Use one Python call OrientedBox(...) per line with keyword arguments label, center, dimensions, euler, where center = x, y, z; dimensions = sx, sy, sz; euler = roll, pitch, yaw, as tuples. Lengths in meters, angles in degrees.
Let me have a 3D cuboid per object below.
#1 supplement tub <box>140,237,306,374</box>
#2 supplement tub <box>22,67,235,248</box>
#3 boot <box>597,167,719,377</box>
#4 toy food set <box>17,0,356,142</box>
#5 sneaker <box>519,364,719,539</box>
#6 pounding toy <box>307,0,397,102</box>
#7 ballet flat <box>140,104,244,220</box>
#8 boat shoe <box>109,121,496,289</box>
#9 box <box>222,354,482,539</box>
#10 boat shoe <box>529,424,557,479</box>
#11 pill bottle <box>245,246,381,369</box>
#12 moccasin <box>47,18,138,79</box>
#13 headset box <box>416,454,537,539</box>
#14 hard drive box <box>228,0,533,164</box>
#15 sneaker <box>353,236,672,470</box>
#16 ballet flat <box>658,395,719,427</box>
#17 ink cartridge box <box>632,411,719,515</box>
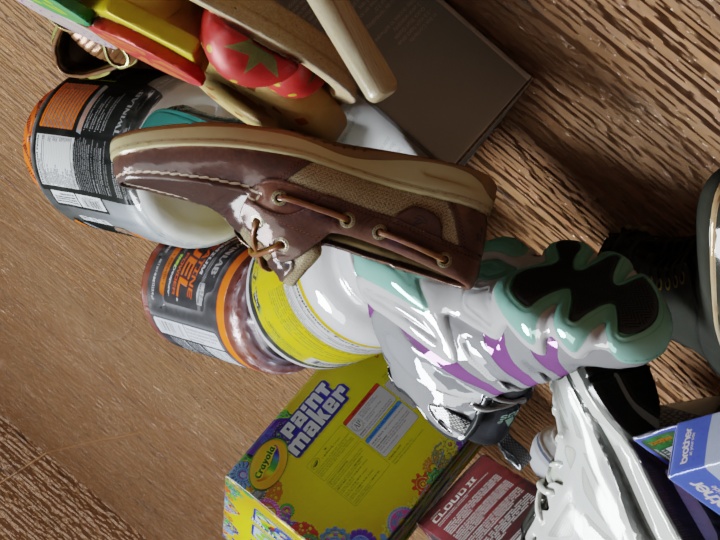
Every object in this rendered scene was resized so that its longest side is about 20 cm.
OrientedBox(label="supplement tub", center=(-0.086, 0.023, 1.378), dimensions=(0.200, 0.107, 0.107), euler=(10, 144, 54))
OrientedBox(label="supplement tub", center=(-0.161, -0.086, 1.261), dimensions=(0.200, 0.123, 0.123), euler=(13, 146, 54))
OrientedBox(label="boot", center=(0.166, -0.004, 0.905), dimensions=(0.138, 0.077, 0.200), euler=(33, 158, 36))
OrientedBox(label="toy food set", center=(-0.093, -0.121, 0.854), dimensions=(0.197, 0.049, 0.200), euler=(26, 180, -1))
OrientedBox(label="sneaker", center=(0.119, 0.104, 1.005), dimensions=(0.115, 0.076, 0.201), euler=(-33, 76, 34))
OrientedBox(label="pounding toy", center=(-0.039, -0.211, 0.739), dimensions=(0.184, 0.142, 0.200), euler=(27, 156, 35))
OrientedBox(label="ballet flat", center=(-0.061, -0.055, 1.020), dimensions=(0.075, 0.068, 0.200), euler=(28, 177, -35))
OrientedBox(label="boat shoe", center=(-0.032, -0.028, 0.886), dimensions=(0.199, 0.072, 0.072), euler=(9, 172, -5))
OrientedBox(label="box", center=(0.004, 0.144, 1.322), dimensions=(0.122, 0.200, 0.193), euler=(38, 159, 10))
OrientedBox(label="boat shoe", center=(0.204, 0.138, 1.152), dimensions=(0.199, 0.074, 0.066), euler=(22, 124, 27))
OrientedBox(label="pill bottle", center=(0.000, 0.000, 1.157), dimensions=(0.112, 0.113, 0.200), euler=(44, 160, -7))
OrientedBox(label="moccasin", center=(-0.167, -0.170, 1.161), dimensions=(0.074, 0.078, 0.201), euler=(47, 160, -17))
OrientedBox(label="headset box", center=(0.137, 0.219, 1.196), dimensions=(0.149, 0.075, 0.200), euler=(51, 169, -24))
OrientedBox(label="hard drive box", center=(-0.019, -0.121, 0.990), dimensions=(0.200, 0.077, 0.156), euler=(42, 161, 0))
OrientedBox(label="sneaker", center=(0.088, 0.054, 0.945), dimensions=(0.200, 0.078, 0.140), euler=(19, 129, 43))
OrientedBox(label="ballet flat", center=(0.220, 0.112, 1.034), dimensions=(0.200, 0.072, 0.072), euler=(13, 148, 32))
OrientedBox(label="ink cartridge box", center=(0.248, 0.106, 0.893), dimensions=(0.119, 0.042, 0.200), euler=(36, 145, -27))
